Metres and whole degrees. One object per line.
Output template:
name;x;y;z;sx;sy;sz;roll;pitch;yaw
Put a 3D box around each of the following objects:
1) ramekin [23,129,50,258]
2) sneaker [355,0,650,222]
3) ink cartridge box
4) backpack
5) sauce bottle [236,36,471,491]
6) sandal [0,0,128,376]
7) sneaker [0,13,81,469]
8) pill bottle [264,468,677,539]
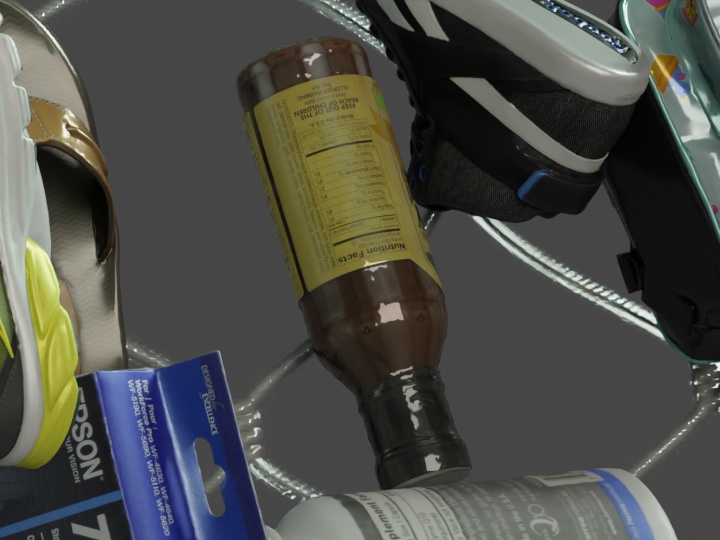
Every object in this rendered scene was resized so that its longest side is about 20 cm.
ramekin;-0.208;-0.030;1.132;0.098;0.200;0.201;-27;85;-34
sneaker;0.027;-0.092;1.312;0.200;0.112;0.073;38;29;27
ink cartridge box;-0.139;0.103;1.144;0.199;0.039;0.100;-19;78;10
backpack;0.214;-0.073;1.337;0.200;0.153;0.176;-17;76;-32
sauce bottle;0.000;0.000;1.268;0.065;0.065;0.201;-10;74;-24
sandal;-0.140;-0.029;1.233;0.081;0.055;0.201;-7;77;-23
sneaker;-0.157;-0.024;0.996;0.084;0.074;0.201;-13;83;-41
pill bottle;0.026;0.146;1.212;0.199;0.114;0.114;-5;76;-22
